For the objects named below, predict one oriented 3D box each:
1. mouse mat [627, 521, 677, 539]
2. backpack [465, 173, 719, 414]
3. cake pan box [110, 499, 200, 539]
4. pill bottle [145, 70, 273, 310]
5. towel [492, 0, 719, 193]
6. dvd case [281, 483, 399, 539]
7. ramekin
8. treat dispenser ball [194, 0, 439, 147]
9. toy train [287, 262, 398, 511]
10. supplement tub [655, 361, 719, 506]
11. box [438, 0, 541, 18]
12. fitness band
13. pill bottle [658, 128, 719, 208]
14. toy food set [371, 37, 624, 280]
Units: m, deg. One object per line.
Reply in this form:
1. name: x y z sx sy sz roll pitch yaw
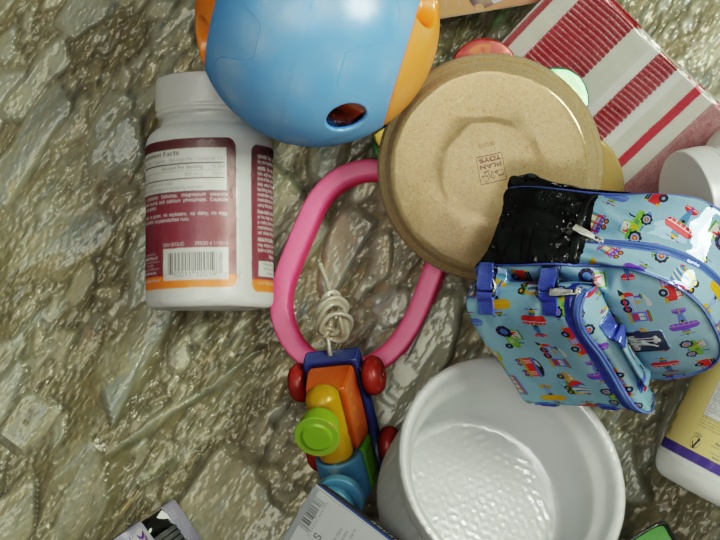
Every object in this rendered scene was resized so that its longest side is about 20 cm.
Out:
1. mouse mat: 0.197 0.272 1.213 0.160 0.200 0.008 -33 57 3
2. backpack: 0.207 0.023 1.156 0.199 0.183 0.135 3 52 33
3. cake pan box: -0.236 0.275 1.261 0.199 0.184 0.052 -36 88 3
4. pill bottle: -0.133 -0.067 1.302 0.113 0.114 0.202 -1 86 6
5. towel: 0.206 -0.142 1.268 0.200 0.023 0.144 42 117 -6
6. dvd case: 0.004 0.285 1.164 0.199 0.025 0.151 34 96 26
7. ramekin: 0.109 0.183 1.230 0.199 0.098 0.202 10 58 -17
8. treat dispenser ball: -0.035 -0.202 1.206 0.199 0.201 0.203 0 87 6
9. toy train: -0.029 0.109 1.246 0.084 0.116 0.201 -7 113 15
10. supplement tub: 0.346 0.106 1.223 0.145 0.145 0.201 26 90 7
11. box: 0.139 -0.315 1.256 0.198 0.107 0.153 -9 121 6
12. fitness band: 0.000 0.000 1.322 0.143 0.037 0.201 23 88 7
13. pill bottle: 0.352 -0.073 1.216 0.199 0.112 0.113 -12 85 -18
14. toy food set: 0.112 -0.091 1.262 0.199 0.049 0.199 -27 98 9
